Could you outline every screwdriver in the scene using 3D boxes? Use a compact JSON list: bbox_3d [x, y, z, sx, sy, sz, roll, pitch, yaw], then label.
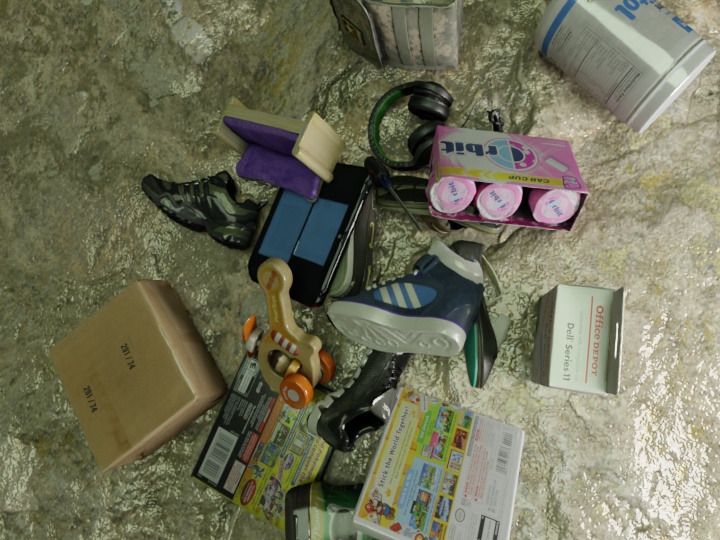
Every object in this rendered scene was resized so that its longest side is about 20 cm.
[{"bbox_3d":[0.048,-0.106,0.762,0.028,0.029,0.201,-44,44,13],"label":"screwdriver"}]

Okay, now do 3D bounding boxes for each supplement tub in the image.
[{"bbox_3d":[0.346,-0.300,0.733,0.132,0.132,0.200,-44,76,1],"label":"supplement tub"}]

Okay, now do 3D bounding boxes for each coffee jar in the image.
[{"bbox_3d":[-0.001,0.326,0.708,0.194,0.085,0.107,-4,77,1],"label":"coffee jar"}]

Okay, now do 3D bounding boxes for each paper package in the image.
[{"bbox_3d":[-0.325,0.150,0.803,0.189,0.103,0.202,-36,77,5],"label":"paper package"}]

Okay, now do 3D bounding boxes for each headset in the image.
[{"bbox_3d":[0.109,-0.212,0.807,0.195,0.093,0.127,-3,84,26],"label":"headset"}]

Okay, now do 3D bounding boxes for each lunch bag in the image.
[{"bbox_3d":[0.047,-0.375,0.783,0.194,0.164,0.121,8,80,12],"label":"lunch bag"}]

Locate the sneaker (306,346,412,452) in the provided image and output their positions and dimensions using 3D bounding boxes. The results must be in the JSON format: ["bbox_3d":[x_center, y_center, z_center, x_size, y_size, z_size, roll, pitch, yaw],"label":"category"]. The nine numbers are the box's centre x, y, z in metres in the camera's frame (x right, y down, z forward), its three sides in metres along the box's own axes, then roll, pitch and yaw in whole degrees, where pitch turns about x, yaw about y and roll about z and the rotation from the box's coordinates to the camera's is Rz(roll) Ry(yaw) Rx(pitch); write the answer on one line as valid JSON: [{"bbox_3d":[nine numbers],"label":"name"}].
[{"bbox_3d":[0.022,0.162,0.728,0.200,0.067,0.090,-45,40,-14],"label":"sneaker"}]

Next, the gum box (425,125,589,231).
[{"bbox_3d":[0.182,-0.123,0.722,0.194,0.067,0.115,6,46,-1],"label":"gum box"}]

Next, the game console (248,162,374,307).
[{"bbox_3d":[-0.077,-0.062,0.783,0.175,0.031,0.204,17,83,47],"label":"game console"}]

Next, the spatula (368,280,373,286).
[{"bbox_3d":[0.000,0.000,0.806,0.056,0.021,0.203,-33,76,6],"label":"spatula"}]

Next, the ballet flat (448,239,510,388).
[{"bbox_3d":[0.166,0.054,0.746,0.066,0.068,0.206,-8,79,-3],"label":"ballet flat"}]

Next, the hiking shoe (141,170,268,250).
[{"bbox_3d":[-0.242,-0.112,0.852,0.196,0.076,0.102,27,78,4],"label":"hiking shoe"}]

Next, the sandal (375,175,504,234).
[{"bbox_3d":[0.114,-0.089,0.783,0.197,0.058,0.080,16,49,29],"label":"sandal"}]

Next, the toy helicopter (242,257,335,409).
[{"bbox_3d":[-0.112,0.078,0.734,0.129,0.079,0.205,9,117,27],"label":"toy helicopter"}]

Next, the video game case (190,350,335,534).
[{"bbox_3d":[-0.127,0.245,0.790,0.177,0.026,0.204,24,85,14],"label":"video game case"}]

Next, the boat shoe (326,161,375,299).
[{"bbox_3d":[-0.012,-0.054,0.783,0.070,0.060,0.207,-8,65,40],"label":"boat shoe"}]

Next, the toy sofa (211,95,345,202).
[{"bbox_3d":[-0.127,-0.178,0.793,0.197,0.082,0.099,23,84,37],"label":"toy sofa"}]

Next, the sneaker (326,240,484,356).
[{"bbox_3d":[0.065,0.026,0.721,0.196,0.081,0.149,5,53,30],"label":"sneaker"}]

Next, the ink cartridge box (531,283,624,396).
[{"bbox_3d":[0.253,0.083,0.653,0.065,0.200,0.121,6,82,11],"label":"ink cartridge box"}]

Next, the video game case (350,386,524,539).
[{"bbox_3d":[0.103,0.257,0.683,0.178,0.023,0.202,17,45,12],"label":"video game case"}]
